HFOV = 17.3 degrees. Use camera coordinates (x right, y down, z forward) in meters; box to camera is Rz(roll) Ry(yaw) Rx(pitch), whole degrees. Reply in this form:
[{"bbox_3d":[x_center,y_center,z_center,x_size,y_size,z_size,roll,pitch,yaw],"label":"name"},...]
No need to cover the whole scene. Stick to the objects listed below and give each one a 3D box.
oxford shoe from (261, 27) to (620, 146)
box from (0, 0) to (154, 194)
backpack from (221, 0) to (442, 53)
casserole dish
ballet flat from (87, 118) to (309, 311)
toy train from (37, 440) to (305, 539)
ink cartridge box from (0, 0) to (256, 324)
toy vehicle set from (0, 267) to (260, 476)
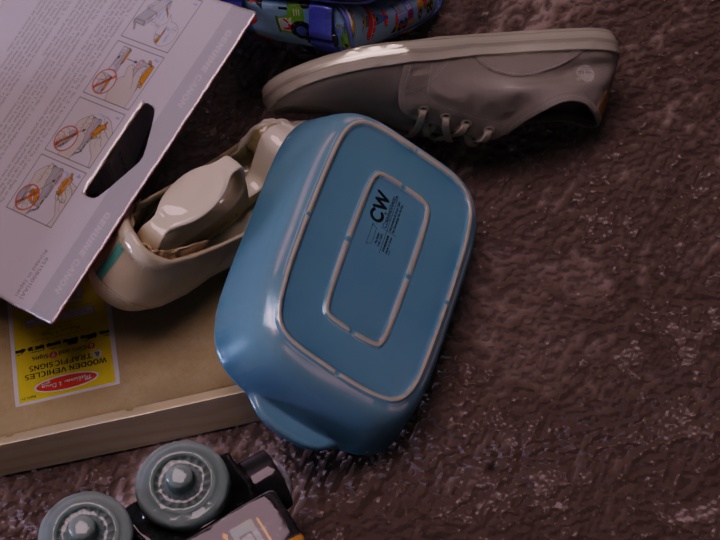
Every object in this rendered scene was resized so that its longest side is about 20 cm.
[{"bbox_3d":[0.047,-0.096,1.296,0.200,0.075,0.058,-5,86,-9],"label":"oxford shoe"},{"bbox_3d":[-0.180,-0.133,1.413,0.144,0.036,0.200,6,51,17],"label":"box"},{"bbox_3d":[-0.061,-0.210,1.355,0.200,0.135,0.183,11,20,17],"label":"backpack"},{"bbox_3d":[0.000,0.000,1.216,0.121,0.039,0.200,33,53,-18],"label":"casserole dish"},{"bbox_3d":[-0.059,-0.042,1.259,0.069,0.070,0.200,30,46,31],"label":"ballet flat"},{"bbox_3d":[-0.109,0.164,1.125,0.200,0.085,0.114,-29,61,-12],"label":"toy train"},{"bbox_3d":[-0.156,-0.072,1.270,0.173,0.044,0.200,24,76,38],"label":"ink cartridge box"},{"bbox_3d":[-0.156,0.044,1.265,0.200,0.027,0.124,-12,50,2],"label":"toy vehicle set"}]
